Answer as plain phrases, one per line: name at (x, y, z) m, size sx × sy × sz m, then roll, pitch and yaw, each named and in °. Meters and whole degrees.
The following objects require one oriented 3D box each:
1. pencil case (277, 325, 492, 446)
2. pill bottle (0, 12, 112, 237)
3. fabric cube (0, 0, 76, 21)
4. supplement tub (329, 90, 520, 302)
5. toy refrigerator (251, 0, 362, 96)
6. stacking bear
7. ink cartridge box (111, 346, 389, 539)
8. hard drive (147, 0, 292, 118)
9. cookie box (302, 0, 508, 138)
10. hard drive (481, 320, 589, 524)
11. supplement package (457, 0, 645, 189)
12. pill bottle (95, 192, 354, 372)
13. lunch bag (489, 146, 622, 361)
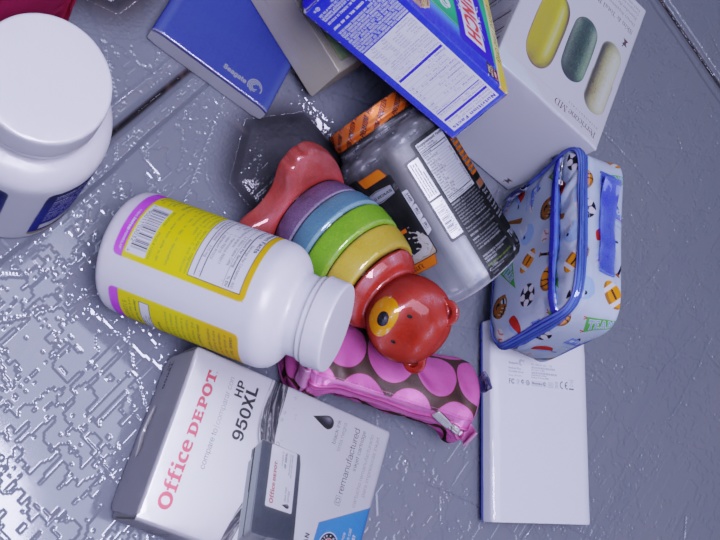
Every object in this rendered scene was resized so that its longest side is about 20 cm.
pencil case at (0.019, 0.102, 0.833) m, size 0.197 × 0.091 × 0.095 m, roll 18°, pitch 38°, yaw -22°
pill bottle at (-0.251, -0.105, 0.664) m, size 0.118 × 0.199 × 0.123 m, roll 7°, pitch 75°, yaw -28°
fabric cube at (-0.340, -0.237, 0.643) m, size 0.196 × 0.199 × 0.201 m, roll -40°, pitch 99°, yaw -31°
supplement tub at (0.061, -0.073, 0.884) m, size 0.122 × 0.122 × 0.202 m, roll -37°, pitch 97°, yaw -31°
toy refrigerator at (-0.062, -0.283, 0.861) m, size 0.076 × 0.070 × 0.202 m, roll -36°, pitch 97°, yaw -31°
stacking bear at (0.000, 0.000, 0.788) m, size 0.200 × 0.122 × 0.113 m, roll 44°, pitch 15°, yaw 25°
ink cartridge box at (-0.090, 0.173, 0.761) m, size 0.198 × 0.084 × 0.147 m, roll 27°, pitch 66°, yaw -22°
hard drive at (-0.108, -0.270, 0.887) m, size 0.131 × 0.025 × 0.203 m, roll 33°, pitch 64°, yaw -20°
cookie box at (0.040, -0.250, 0.822) m, size 0.199 × 0.075 × 0.174 m, roll 32°, pitch 39°, yaw -35°
hard drive at (0.186, 0.163, 0.949) m, size 0.130 × 0.025 × 0.205 m, roll 10°, pitch 74°, yaw -28°
supplement package at (0.187, -0.229, 0.976) m, size 0.151 × 0.150 × 0.203 m, roll 35°, pitch 64°, yaw -19°
pill bottle at (-0.108, 0.014, 0.725) m, size 0.196 × 0.105 × 0.106 m, roll 20°, pitch 65°, yaw 14°
lunch bag at (0.199, -0.020, 0.896) m, size 0.074 × 0.160 × 0.204 m, roll 18°, pitch 61°, yaw -18°
